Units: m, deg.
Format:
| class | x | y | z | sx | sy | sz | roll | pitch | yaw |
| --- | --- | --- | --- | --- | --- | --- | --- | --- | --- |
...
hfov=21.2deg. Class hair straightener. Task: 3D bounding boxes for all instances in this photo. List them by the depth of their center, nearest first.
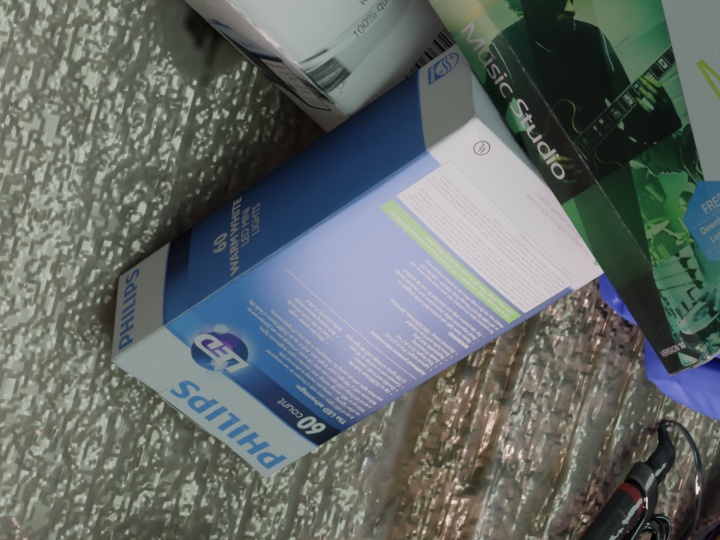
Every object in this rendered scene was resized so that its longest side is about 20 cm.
| class | x | y | z | sx | sy | sz | roll | pitch | yaw |
| --- | --- | --- | --- | --- | --- | --- | --- | --- | --- |
| hair straightener | 0.122 | 0.169 | 1.023 | 0.200 | 0.041 | 0.077 | -57 | 138 | -10 |

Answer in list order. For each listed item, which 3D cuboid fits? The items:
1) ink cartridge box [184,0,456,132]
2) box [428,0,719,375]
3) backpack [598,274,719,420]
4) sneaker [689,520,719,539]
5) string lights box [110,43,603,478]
| class | x | y | z | sx | sy | sz | roll | pitch | yaw |
| --- | --- | --- | --- | --- | --- | --- | --- | --- | --- |
| ink cartridge box | 0.010 | -0.141 | 0.830 | 0.200 | 0.086 | 0.147 | 41 | 84 | -31 |
| box | 0.126 | -0.079 | 0.772 | 0.144 | 0.036 | 0.200 | -33 | 87 | -28 |
| backpack | 0.232 | -0.016 | 0.956 | 0.200 | 0.162 | 0.168 | -18 | 119 | -37 |
| sneaker | 0.248 | 0.129 | 1.033 | 0.075 | 0.090 | 0.200 | 43 | 81 | -6 |
| string lights box | 0.000 | 0.000 | 0.821 | 0.200 | 0.059 | 0.103 | -32 | 126 | 24 |
